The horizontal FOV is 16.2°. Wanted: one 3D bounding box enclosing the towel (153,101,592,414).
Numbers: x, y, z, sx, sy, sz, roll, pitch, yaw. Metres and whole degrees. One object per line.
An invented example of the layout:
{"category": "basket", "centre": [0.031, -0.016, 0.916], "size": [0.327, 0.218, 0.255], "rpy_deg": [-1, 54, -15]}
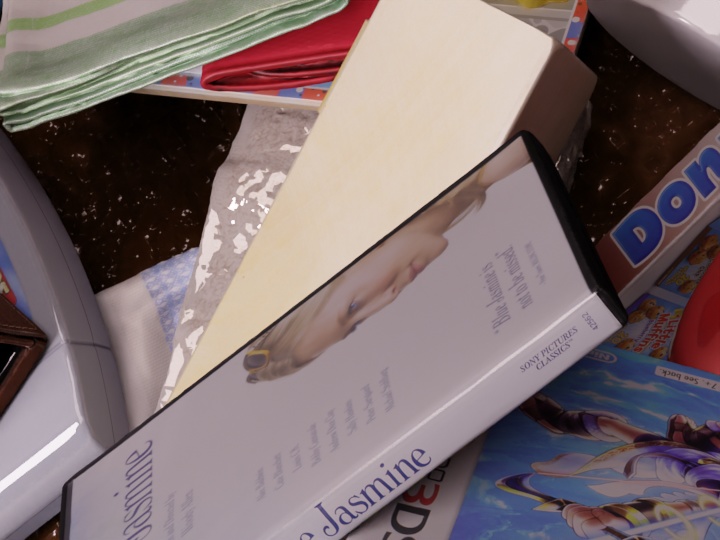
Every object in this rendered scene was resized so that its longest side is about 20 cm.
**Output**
{"category": "towel", "centre": [0.003, 0.010, 0.943], "size": [0.132, 0.034, 0.201], "rpy_deg": [11, 79, 18]}

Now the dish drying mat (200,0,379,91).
{"category": "dish drying mat", "centre": [-0.016, -0.146, 0.982], "size": [0.077, 0.018, 0.200], "rpy_deg": [-7, 49, 12]}

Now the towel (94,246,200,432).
{"category": "towel", "centre": [-0.026, 0.046, 0.971], "size": [0.200, 0.024, 0.147], "rpy_deg": [-23, 71, 8]}

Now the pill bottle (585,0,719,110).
{"category": "pill bottle", "centre": [0.173, -0.158, 0.923], "size": [0.114, 0.114, 0.200], "rpy_deg": [31, 85, 21]}

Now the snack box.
{"category": "snack box", "centre": [0.143, -0.032, 0.887], "size": [0.200, 0.072, 0.024], "rpy_deg": [-46, 57, 20]}

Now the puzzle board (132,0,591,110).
{"category": "puzzle board", "centre": [-0.005, -0.120, 0.979], "size": [0.199, 0.017, 0.151], "rpy_deg": [7, 49, 17]}

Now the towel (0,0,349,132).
{"category": "towel", "centre": [-0.076, -0.147, 0.984], "size": [0.152, 0.023, 0.200], "rpy_deg": [-19, 44, 17]}

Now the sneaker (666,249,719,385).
{"category": "sneaker", "centre": [0.169, -0.036, 0.801], "size": [0.200, 0.116, 0.078], "rpy_deg": [-45, 66, -4]}

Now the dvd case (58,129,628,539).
{"category": "dvd case", "centre": [-0.014, 0.043, 0.774], "size": [0.200, 0.143, 0.018], "rpy_deg": [-38, 110, 9]}

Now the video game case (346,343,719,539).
{"category": "video game case", "centre": [0.096, 0.097, 0.742], "size": [0.199, 0.046, 0.181], "rpy_deg": [14, 35, 8]}

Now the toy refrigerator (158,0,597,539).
{"category": "toy refrigerator", "centre": [0.000, 0.000, 0.879], "size": [0.070, 0.076, 0.200], "rpy_deg": [29, 93, 17]}

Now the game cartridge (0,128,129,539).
{"category": "game cartridge", "centre": [-0.173, 0.016, 0.997], "size": [0.133, 0.042, 0.200], "rpy_deg": [-40, 66, 22]}

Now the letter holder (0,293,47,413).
{"category": "letter holder", "centre": [-0.242, -0.001, 0.935], "size": [0.200, 0.142, 0.101], "rpy_deg": [40, 101, 27]}

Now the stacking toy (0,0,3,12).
{"category": "stacking toy", "centre": [-0.222, -0.160, 0.987], "size": [0.116, 0.200, 0.110], "rpy_deg": [2, 76, 17]}
